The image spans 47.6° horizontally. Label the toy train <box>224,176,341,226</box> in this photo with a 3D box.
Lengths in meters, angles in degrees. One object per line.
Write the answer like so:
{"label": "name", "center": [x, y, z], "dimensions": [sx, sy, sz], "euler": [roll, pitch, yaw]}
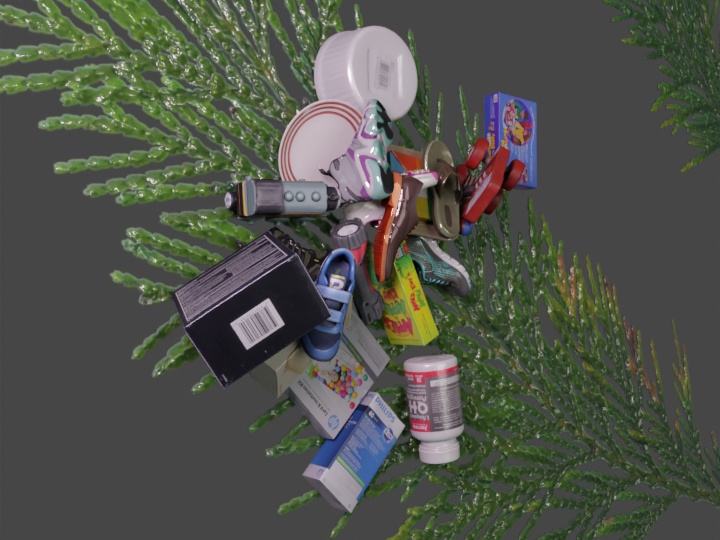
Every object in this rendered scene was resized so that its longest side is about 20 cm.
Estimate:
{"label": "toy train", "center": [-0.131, -0.121, 1.410], "dimensions": [0.198, 0.114, 0.086], "euler": [-1, 90, -31]}

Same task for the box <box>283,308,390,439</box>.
{"label": "box", "center": [-0.048, 0.184, 1.519], "dimensions": [0.200, 0.041, 0.156], "euler": [-50, 117, -28]}

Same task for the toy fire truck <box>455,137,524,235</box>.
{"label": "toy fire truck", "center": [0.241, -0.158, 1.671], "dimensions": [0.111, 0.200, 0.169], "euler": [30, 47, -4]}

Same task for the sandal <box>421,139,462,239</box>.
{"label": "sandal", "center": [0.174, -0.164, 1.612], "dimensions": [0.079, 0.057, 0.203], "euler": [1, 73, -35]}

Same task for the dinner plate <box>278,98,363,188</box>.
{"label": "dinner plate", "center": [-0.064, -0.215, 1.506], "dimensions": [0.198, 0.024, 0.203], "euler": [-12, 114, -28]}

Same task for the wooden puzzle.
{"label": "wooden puzzle", "center": [0.106, -0.160, 1.619], "dimensions": [0.198, 0.037, 0.187], "euler": [7, 70, -27]}

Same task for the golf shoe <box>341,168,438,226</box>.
{"label": "golf shoe", "center": [0.057, -0.133, 1.537], "dimensions": [0.198, 0.075, 0.093], "euler": [-17, 99, -8]}

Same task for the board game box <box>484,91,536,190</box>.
{"label": "board game box", "center": [0.343, -0.291, 1.862], "dimensions": [0.133, 0.045, 0.203], "euler": [4, 85, -39]}

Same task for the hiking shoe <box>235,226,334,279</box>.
{"label": "hiking shoe", "center": [-0.125, -0.030, 1.444], "dimensions": [0.198, 0.075, 0.102], "euler": [-15, 100, -38]}

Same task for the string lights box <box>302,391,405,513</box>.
{"label": "string lights box", "center": [-0.009, 0.336, 1.531], "dimensions": [0.103, 0.059, 0.201], "euler": [52, 58, -25]}

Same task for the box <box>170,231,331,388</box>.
{"label": "box", "center": [-0.175, 0.054, 1.281], "dimensions": [0.199, 0.198, 0.124], "euler": [-33, 112, -9]}

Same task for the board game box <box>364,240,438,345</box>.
{"label": "board game box", "center": [0.072, 0.045, 1.585], "dimensions": [0.047, 0.101, 0.202], "euler": [-31, 107, -36]}

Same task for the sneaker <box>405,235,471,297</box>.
{"label": "sneaker", "center": [0.143, -0.001, 1.670], "dimensions": [0.200, 0.077, 0.092], "euler": [43, 66, -19]}

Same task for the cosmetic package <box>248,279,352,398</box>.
{"label": "cosmetic package", "center": [-0.104, 0.112, 1.419], "dimensions": [0.200, 0.073, 0.104], "euler": [-46, 159, -27]}

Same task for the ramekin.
{"label": "ramekin", "center": [0.017, -0.368, 1.564], "dimensions": [0.199, 0.097, 0.203], "euler": [3, 86, -39]}

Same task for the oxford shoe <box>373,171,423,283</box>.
{"label": "oxford shoe", "center": [0.070, -0.073, 1.478], "dimensions": [0.072, 0.071, 0.203], "euler": [9, 97, -15]}

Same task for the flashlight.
{"label": "flashlight", "center": [0.000, 0.000, 1.527], "dimensions": [0.067, 0.068, 0.201], "euler": [-25, 126, -9]}

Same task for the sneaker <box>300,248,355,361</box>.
{"label": "sneaker", "center": [-0.052, 0.051, 1.353], "dimensions": [0.073, 0.082, 0.202], "euler": [15, 62, -9]}

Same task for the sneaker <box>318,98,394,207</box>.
{"label": "sneaker", "center": [-0.014, -0.208, 1.469], "dimensions": [0.078, 0.139, 0.202], "euler": [38, 45, -49]}

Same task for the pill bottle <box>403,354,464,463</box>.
{"label": "pill bottle", "center": [0.149, 0.275, 1.631], "dimensions": [0.110, 0.110, 0.203], "euler": [-8, 92, -39]}
